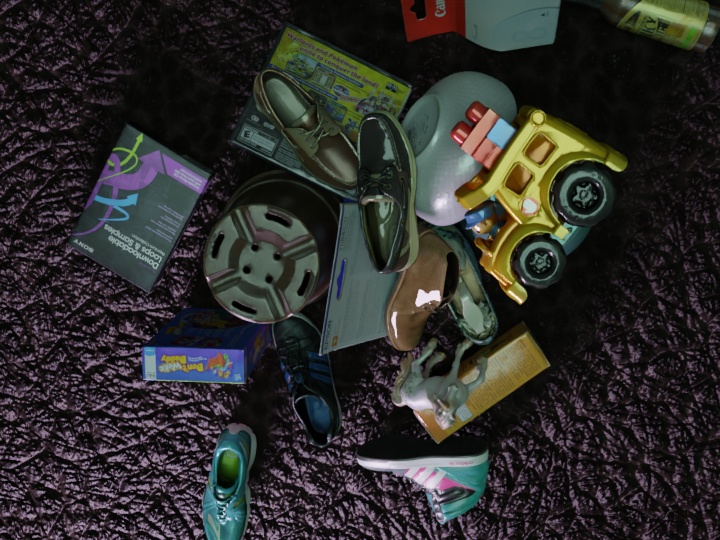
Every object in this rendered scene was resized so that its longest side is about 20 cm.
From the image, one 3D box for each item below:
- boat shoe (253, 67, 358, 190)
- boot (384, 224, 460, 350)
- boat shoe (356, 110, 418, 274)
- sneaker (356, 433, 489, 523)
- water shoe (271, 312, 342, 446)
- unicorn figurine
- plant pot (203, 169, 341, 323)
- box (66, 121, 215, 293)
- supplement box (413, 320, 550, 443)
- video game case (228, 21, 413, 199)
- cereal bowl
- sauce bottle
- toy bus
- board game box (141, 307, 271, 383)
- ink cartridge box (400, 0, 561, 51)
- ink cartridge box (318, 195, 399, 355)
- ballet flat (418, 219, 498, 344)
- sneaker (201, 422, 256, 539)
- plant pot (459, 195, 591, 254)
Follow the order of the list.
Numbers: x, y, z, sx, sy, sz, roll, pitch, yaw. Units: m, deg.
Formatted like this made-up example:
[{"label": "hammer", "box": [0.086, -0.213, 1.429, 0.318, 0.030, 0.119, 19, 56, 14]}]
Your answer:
[{"label": "boat shoe", "box": [-0.069, -0.185, 1.137, 0.200, 0.072, 0.076, 44, 87, 0]}, {"label": "boot", "box": [0.086, 0.042, 1.191, 0.075, 0.073, 0.202, 35, 133, 32]}, {"label": "boat shoe", "box": [0.030, -0.094, 1.069, 0.072, 0.065, 0.203, -7, 99, 28]}, {"label": "sneaker", "box": [0.095, 0.308, 1.272, 0.197, 0.084, 0.123, -3, 109, 20]}, {"label": "water shoe", "box": [-0.074, 0.154, 1.253, 0.071, 0.079, 0.202, -21, 98, 8]}, {"label": "unicorn figurine", "box": [0.110, 0.156, 1.175, 0.074, 0.200, 0.138, 40, 61, -12]}, {"label": "plant pot", "box": [-0.114, -0.027, 1.162, 0.197, 0.198, 0.204, 1, 100, 3]}, {"label": "box", "box": [-0.316, -0.089, 1.248, 0.142, 0.036, 0.202, 30, 103, -2]}, {"label": "supplement box", "box": [0.171, 0.159, 1.243, 0.199, 0.067, 0.069, -38, 96, 11]}, {"label": "video game case", "box": [-0.053, -0.213, 1.188, 0.198, 0.026, 0.183, 26, 87, -1]}, {"label": "cereal bowl", "box": [0.105, -0.165, 1.112, 0.082, 0.200, 0.202, 21, 104, -29]}, {"label": "sauce bottle", "box": [0.366, -0.342, 1.135, 0.197, 0.065, 0.066, 18, 102, 3]}, {"label": "toy bus", "box": [0.173, -0.093, 0.990, 0.191, 0.136, 0.201, 32, 103, -7]}, {"label": "board game box", "box": [-0.204, 0.099, 1.191, 0.132, 0.200, 0.046, 2, 102, 4]}, {"label": "ink cartridge box", "box": [0.153, -0.330, 1.102, 0.197, 0.160, 0.048, -10, 75, 5]}, {"label": "ink cartridge box", "box": [0.000, 0.000, 1.163, 0.040, 0.199, 0.203, 16, 102, 29]}, {"label": "ballet flat", "box": [0.140, 0.015, 1.217, 0.074, 0.074, 0.202, -30, 97, 9]}, {"label": "sneaker", "box": [-0.204, 0.330, 1.296, 0.076, 0.080, 0.203, 7, 102, 3]}, {"label": "plant pot", "box": [0.221, -0.097, 1.142, 0.197, 0.161, 0.204, 1, 101, 5]}]
